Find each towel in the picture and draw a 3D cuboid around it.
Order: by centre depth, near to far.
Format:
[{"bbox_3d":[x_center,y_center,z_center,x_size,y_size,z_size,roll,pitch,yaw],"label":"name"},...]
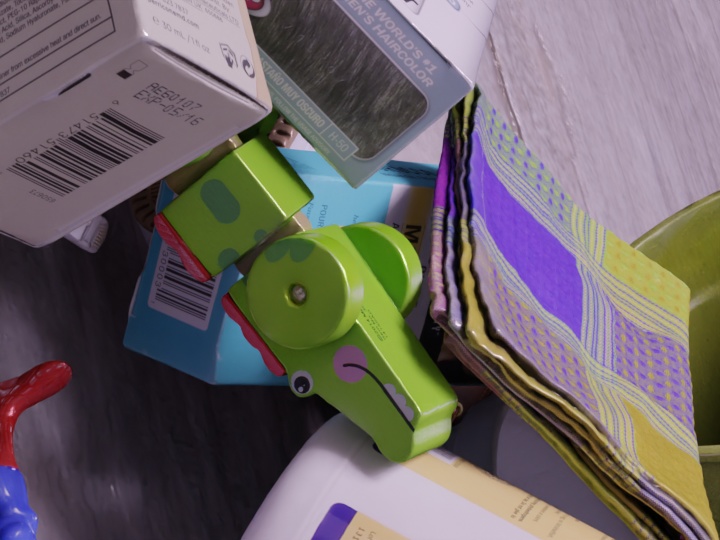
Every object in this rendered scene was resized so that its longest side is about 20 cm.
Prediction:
[{"bbox_3d":[0.080,0.017,0.985,0.144,0.023,0.200,44,22,-18],"label":"towel"}]

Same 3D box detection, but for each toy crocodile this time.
[{"bbox_3d":[-0.038,-0.017,0.901,0.200,0.062,0.067,53,22,5],"label":"toy crocodile"}]

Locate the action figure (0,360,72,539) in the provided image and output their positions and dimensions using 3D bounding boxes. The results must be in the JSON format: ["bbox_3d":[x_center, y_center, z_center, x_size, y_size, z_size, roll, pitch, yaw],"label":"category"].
[{"bbox_3d":[-0.101,0.090,0.840,0.065,0.099,0.201,41,34,-37],"label":"action figure"}]

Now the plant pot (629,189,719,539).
[{"bbox_3d":[0.206,0.086,1.117,0.201,0.200,0.193,-76,145,-57],"label":"plant pot"}]

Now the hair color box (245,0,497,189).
[{"bbox_3d":[-0.001,-0.120,0.965,0.099,0.061,0.200,45,23,-13],"label":"hair color box"}]

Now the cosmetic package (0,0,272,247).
[{"bbox_3d":[-0.107,-0.122,0.865,0.073,0.103,0.201,28,42,-52],"label":"cosmetic package"}]

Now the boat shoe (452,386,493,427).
[{"bbox_3d":[0.040,0.060,1.179,0.200,0.070,0.071,35,31,-46],"label":"boat shoe"}]

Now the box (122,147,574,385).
[{"bbox_3d":[0.000,0.000,1.034,0.200,0.049,0.083,3,105,-52],"label":"box"}]

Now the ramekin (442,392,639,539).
[{"bbox_3d":[0.066,0.155,1.092,0.200,0.105,0.201,46,28,-34],"label":"ramekin"}]

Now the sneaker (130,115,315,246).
[{"bbox_3d":[-0.013,-0.046,1.096,0.200,0.071,0.113,-48,142,-29],"label":"sneaker"}]

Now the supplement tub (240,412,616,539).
[{"bbox_3d":[0.048,0.153,0.912,0.199,0.146,0.145,28,22,10],"label":"supplement tub"}]

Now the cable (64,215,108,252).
[{"bbox_3d":[-0.178,-0.100,0.913,0.200,0.069,0.201,25,43,-53],"label":"cable"}]
